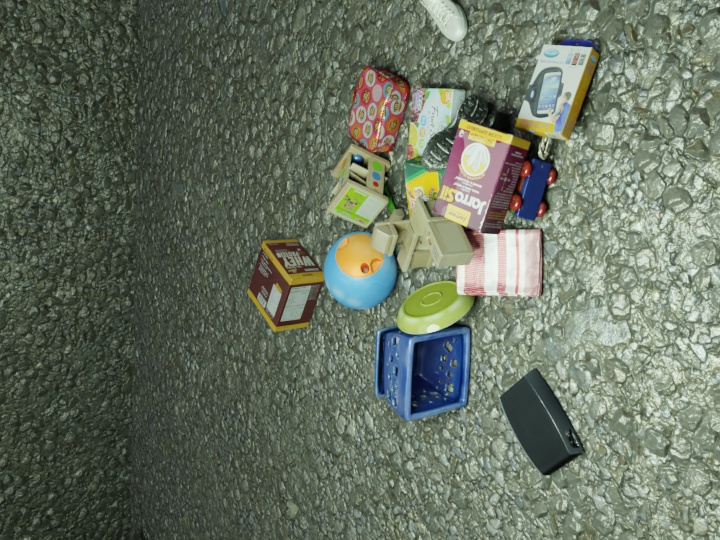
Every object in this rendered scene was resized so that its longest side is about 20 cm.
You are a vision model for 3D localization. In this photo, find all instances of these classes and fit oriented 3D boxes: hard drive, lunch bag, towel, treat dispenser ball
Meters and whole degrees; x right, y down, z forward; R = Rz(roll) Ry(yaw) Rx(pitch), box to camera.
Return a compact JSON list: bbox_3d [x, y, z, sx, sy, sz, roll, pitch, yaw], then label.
[{"bbox_3d":[0.388,0.336,1.539,0.135,0.042,0.203,-51,56,41],"label":"hard drive"},{"bbox_3d":[0.036,-0.430,1.858,0.176,0.080,0.204,42,125,40],"label":"lunch bag"},{"bbox_3d":[0.304,-0.017,1.557,0.195,0.023,0.149,0,95,25],"label":"towel"},{"bbox_3d":[0.000,0.000,1.856,0.198,0.197,0.207,7,100,49],"label":"treat dispenser ball"}]

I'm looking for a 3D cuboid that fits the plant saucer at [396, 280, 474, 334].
[{"bbox_3d":[0.172,0.079,1.661,0.197,0.199,0.032,7,129,50],"label":"plant saucer"}]

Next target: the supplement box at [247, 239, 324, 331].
[{"bbox_3d":[-0.236,0.043,2.203,0.198,0.130,0.203,48,128,37],"label":"supplement box"}]

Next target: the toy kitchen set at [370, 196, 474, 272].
[{"bbox_3d":[0.127,-0.033,1.588,0.203,0.159,0.183,105,153,-47],"label":"toy kitchen set"}]

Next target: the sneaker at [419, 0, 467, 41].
[{"bbox_3d":[0.180,-0.625,1.661,0.073,0.083,0.203,-46,61,40],"label":"sneaker"}]

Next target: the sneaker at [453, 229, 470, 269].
[{"bbox_3d":[0.256,-0.104,1.632,0.072,0.079,0.204,24,102,3],"label":"sneaker"}]

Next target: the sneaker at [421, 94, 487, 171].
[{"bbox_3d":[0.215,-0.300,1.591,0.074,0.079,0.201,41,86,8],"label":"sneaker"}]

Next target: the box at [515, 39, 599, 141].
[{"bbox_3d":[0.399,-0.373,1.415,0.118,0.041,0.205,22,96,46],"label":"box"}]

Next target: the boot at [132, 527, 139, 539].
[{"bbox_3d":[-1.089,1.400,3.460,0.174,0.068,0.204,43,121,46],"label":"boot"}]

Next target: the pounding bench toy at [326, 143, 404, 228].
[{"bbox_3d":[0.029,-0.216,1.866,0.124,0.196,0.159,-46,29,47],"label":"pounding bench toy"}]

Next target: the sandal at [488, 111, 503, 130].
[{"bbox_3d":[0.269,-0.265,1.589,0.076,0.044,0.204,-83,15,-64],"label":"sandal"}]

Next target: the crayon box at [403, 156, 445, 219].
[{"bbox_3d":[0.173,-0.163,1.693,0.118,0.057,0.205,22,129,47],"label":"crayon box"}]

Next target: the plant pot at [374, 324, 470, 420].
[{"bbox_3d":[0.141,0.231,1.721,0.178,0.196,0.206,13,105,56],"label":"plant pot"}]

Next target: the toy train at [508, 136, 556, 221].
[{"bbox_3d":[0.356,-0.219,1.504,0.115,0.083,0.205,33,111,63],"label":"toy train"}]

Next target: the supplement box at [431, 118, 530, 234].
[{"bbox_3d":[0.249,-0.193,1.453,0.129,0.102,0.205,24,105,32],"label":"supplement box"}]

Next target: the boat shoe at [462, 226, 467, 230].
[{"bbox_3d":[0.261,-0.177,1.543,0.071,0.060,0.205,27,108,0],"label":"boat shoe"}]

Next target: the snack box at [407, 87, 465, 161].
[{"bbox_3d":[0.183,-0.338,1.710,0.141,0.052,0.206,17,108,48],"label":"snack box"}]
